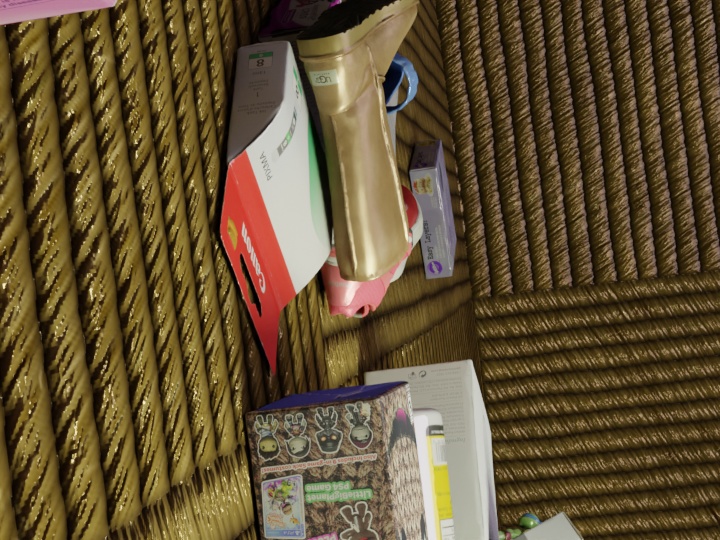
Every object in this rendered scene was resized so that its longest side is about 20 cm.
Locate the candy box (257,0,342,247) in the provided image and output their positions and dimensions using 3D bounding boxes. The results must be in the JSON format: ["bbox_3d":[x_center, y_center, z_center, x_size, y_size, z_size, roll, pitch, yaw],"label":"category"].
[{"bbox_3d":[-0.034,-0.137,1.173,0.137,0.061,0.201,-79,161,-62],"label":"candy box"}]

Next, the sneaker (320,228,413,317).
[{"bbox_3d":[0.000,0.000,1.299,0.200,0.073,0.087,-20,114,-72],"label":"sneaker"}]

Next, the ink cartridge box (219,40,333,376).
[{"bbox_3d":[-0.059,-0.049,0.991,0.161,0.050,0.201,74,11,-46],"label":"ink cartridge box"}]

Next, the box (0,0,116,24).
[{"bbox_3d":[-0.149,-0.173,0.345,0.200,0.096,0.177,22,61,-79],"label":"box"}]

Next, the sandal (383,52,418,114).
[{"bbox_3d":[0.005,-0.196,1.335,0.200,0.086,0.080,-113,-171,-65],"label":"sandal"}]

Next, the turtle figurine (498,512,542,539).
[{"bbox_3d":[0.227,0.507,2.306,0.144,0.199,0.195,112,-1,-60],"label":"turtle figurine"}]

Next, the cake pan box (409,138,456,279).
[{"bbox_3d":[0.125,-0.103,2.212,0.184,0.052,0.201,-71,153,-66],"label":"cake pan box"}]

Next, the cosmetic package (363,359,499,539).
[{"bbox_3d":[0.080,0.233,1.407,0.200,0.122,0.201,69,15,-58],"label":"cosmetic package"}]

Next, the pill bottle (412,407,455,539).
[{"bbox_3d":[0.024,0.220,1.094,0.111,0.110,0.202,43,41,-76],"label":"pill bottle"}]

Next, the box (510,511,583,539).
[{"bbox_3d":[0.128,0.339,1.338,0.041,0.199,0.156,54,-18,32],"label":"box"}]

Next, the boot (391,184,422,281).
[{"bbox_3d":[0.020,-0.091,1.469,0.200,0.072,0.145,-72,152,-62],"label":"boot"}]

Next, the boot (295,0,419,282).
[{"bbox_3d":[0.010,-0.117,1.086,0.175,0.066,0.201,-42,128,-50],"label":"boot"}]

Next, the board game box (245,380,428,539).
[{"bbox_3d":[-0.008,0.190,0.956,0.159,0.096,0.202,1,81,-81],"label":"board game box"}]

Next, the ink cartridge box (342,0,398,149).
[{"bbox_3d":[0.008,-0.243,1.582,0.177,0.044,0.201,-87,167,-45],"label":"ink cartridge box"}]
